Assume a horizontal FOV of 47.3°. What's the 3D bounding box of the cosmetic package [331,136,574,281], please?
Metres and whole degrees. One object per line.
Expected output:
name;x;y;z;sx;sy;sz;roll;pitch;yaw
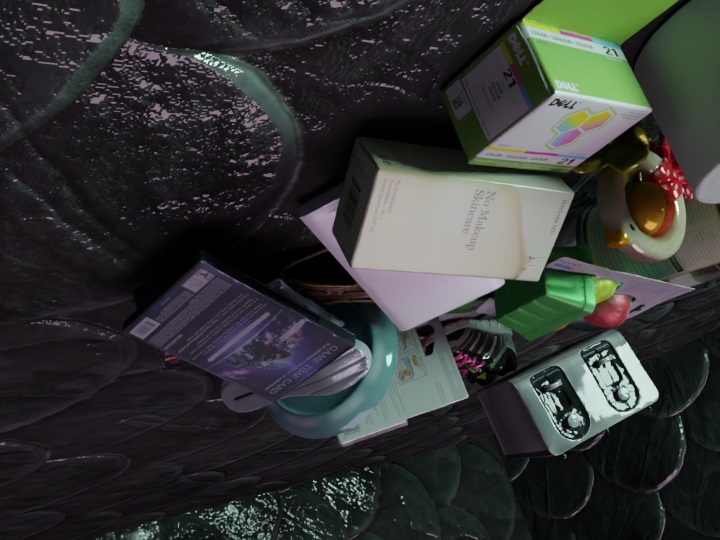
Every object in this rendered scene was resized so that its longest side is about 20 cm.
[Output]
cosmetic package;0.084;-0.055;0.770;0.200;0.073;0.104;4;120;-20

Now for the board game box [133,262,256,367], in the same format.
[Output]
board game box;-0.189;0.059;0.998;0.135;0.035;0.200;-15;161;-10

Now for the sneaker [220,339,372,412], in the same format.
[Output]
sneaker;-0.077;0.108;0.974;0.200;0.071;0.073;-16;120;22

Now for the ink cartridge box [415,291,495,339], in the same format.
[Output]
ink cartridge box;0.139;0.038;1.181;0.146;0.083;0.200;-25;161;19

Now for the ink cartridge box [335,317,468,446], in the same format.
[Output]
ink cartridge box;0.025;0.107;1.081;0.176;0.200;0.045;-19;162;-1

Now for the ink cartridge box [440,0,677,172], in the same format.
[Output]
ink cartridge box;0.188;-0.167;0.678;0.148;0.076;0.200;-2;156;-41

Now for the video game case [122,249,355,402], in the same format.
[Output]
video game case;-0.126;0.066;0.867;0.200;0.019;0.143;31;127;-31

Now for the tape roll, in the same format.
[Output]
tape roll;0.373;-0.170;0.752;0.202;0.139;0.203;-18;160;-6

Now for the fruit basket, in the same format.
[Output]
fruit basket;0.274;0.030;1.025;0.200;0.094;0.185;5;157;-24

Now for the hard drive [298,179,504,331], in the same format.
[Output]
hard drive;0.047;-0.026;0.857;0.132;0.025;0.200;-26;129;19

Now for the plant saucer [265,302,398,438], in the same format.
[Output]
plant saucer;-0.049;0.107;1.024;0.200;0.200;0.027;-25;148;16

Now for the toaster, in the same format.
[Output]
toaster;0.278;0.177;1.140;0.181;0.119;0.200;-23;171;-16

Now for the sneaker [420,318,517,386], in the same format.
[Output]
sneaker;0.156;0.120;1.159;0.200;0.088;0.074;-1;154;-45

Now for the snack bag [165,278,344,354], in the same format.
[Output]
snack bag;-0.137;0.063;0.946;0.188;0.021;0.200;-18;159;14

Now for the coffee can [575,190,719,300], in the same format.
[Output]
coffee can;0.402;-0.047;1.056;0.146;0.147;0.200;1;163;-45

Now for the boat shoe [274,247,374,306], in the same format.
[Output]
boat shoe;0.000;0.000;0.960;0.200;0.072;0.068;-16;162;-10

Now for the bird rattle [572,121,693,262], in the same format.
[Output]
bird rattle;0.309;-0.087;0.911;0.200;0.163;0.113;12;163;-41
